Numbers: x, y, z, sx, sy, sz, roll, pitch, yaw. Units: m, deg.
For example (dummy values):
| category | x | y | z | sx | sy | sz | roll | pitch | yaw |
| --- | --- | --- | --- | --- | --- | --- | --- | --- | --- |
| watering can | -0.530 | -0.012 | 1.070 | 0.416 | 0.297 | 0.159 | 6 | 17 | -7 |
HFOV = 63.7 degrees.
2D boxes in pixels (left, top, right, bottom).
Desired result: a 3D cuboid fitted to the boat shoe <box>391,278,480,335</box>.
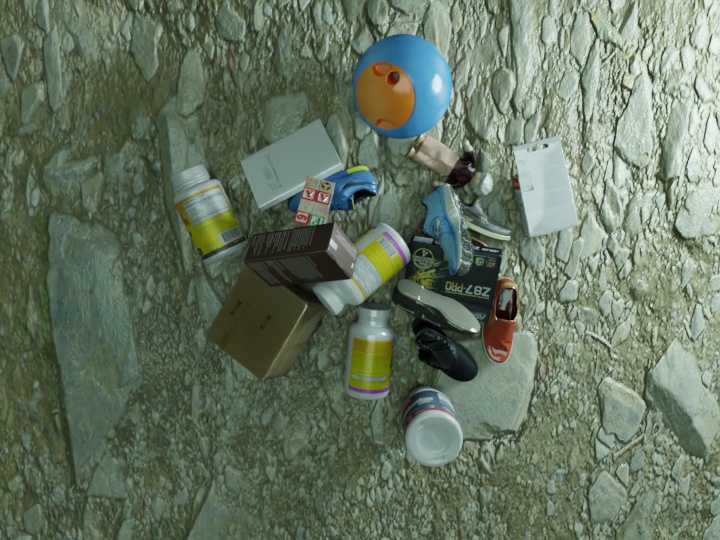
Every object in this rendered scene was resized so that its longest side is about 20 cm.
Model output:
| category | x | y | z | sx | sy | sz | roll | pitch | yaw |
| --- | --- | --- | --- | --- | --- | --- | --- | --- | --- |
| boat shoe | 0.160 | 0.087 | 1.248 | 0.200 | 0.067 | 0.057 | 30 | 133 | 6 |

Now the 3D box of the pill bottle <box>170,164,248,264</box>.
| category | x | y | z | sx | sy | sz | roll | pitch | yaw |
| --- | --- | --- | --- | --- | --- | --- | --- | --- | --- |
| pill bottle | -0.331 | -0.122 | 1.257 | 0.109 | 0.109 | 0.201 | -24 | 97 | 4 |

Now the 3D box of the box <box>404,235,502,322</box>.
| category | x | y | z | sx | sy | sz | roll | pitch | yaw |
| --- | --- | --- | --- | --- | --- | --- | --- | --- | --- |
| box | 0.197 | 0.018 | 1.266 | 0.199 | 0.049 | 0.162 | 10 | 116 | 10 |

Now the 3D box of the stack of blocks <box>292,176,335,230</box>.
| category | x | y | z | sx | sy | sz | roll | pitch | yaw |
| --- | --- | --- | --- | --- | --- | --- | --- | --- | --- |
| stack of blocks | -0.105 | -0.087 | 1.216 | 0.058 | 0.200 | 0.116 | 14 | 60 | -3 |

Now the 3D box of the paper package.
| category | x | y | z | sx | sy | sz | roll | pitch | yaw |
| --- | --- | --- | --- | --- | --- | --- | --- | --- | --- |
| paper package | -0.204 | 0.107 | 1.265 | 0.190 | 0.103 | 0.200 | 33 | 99 | 21 |

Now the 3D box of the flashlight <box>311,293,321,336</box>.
| category | x | y | z | sx | sy | sz | roll | pitch | yaw |
| --- | --- | --- | --- | --- | --- | --- | --- | --- | --- |
| flashlight | -0.071 | 0.062 | 1.307 | 0.068 | 0.068 | 0.200 | 40 | 102 | 21 |

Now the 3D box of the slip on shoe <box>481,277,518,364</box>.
| category | x | y | z | sx | sy | sz | roll | pitch | yaw |
| --- | --- | --- | --- | --- | --- | --- | --- | --- | --- |
| slip on shoe | 0.318 | 0.117 | 1.306 | 0.074 | 0.061 | 0.201 | 5 | 100 | -2 |

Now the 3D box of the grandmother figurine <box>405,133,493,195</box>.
| category | x | y | z | sx | sy | sz | roll | pitch | yaw |
| --- | --- | --- | --- | --- | --- | --- | --- | --- | --- |
| grandmother figurine | 0.204 | -0.229 | 1.261 | 0.200 | 0.061 | 0.121 | 32 | 126 | -7 |

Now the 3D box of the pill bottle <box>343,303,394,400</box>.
| category | x | y | z | sx | sy | sz | roll | pitch | yaw |
| --- | --- | --- | --- | --- | --- | --- | --- | --- | --- |
| pill bottle | 0.022 | 0.179 | 1.298 | 0.104 | 0.104 | 0.201 | 6 | 99 | 0 |

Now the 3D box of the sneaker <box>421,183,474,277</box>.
| category | x | y | z | sx | sy | sz | roll | pitch | yaw |
| --- | --- | --- | --- | --- | --- | --- | --- | --- | --- |
| sneaker | 0.175 | -0.076 | 1.203 | 0.090 | 0.078 | 0.201 | -19 | 67 | 24 |

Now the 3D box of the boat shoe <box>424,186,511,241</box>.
| category | x | y | z | sx | sy | sz | roll | pitch | yaw |
| --- | --- | --- | --- | --- | --- | --- | --- | --- | --- |
| boat shoe | 0.243 | -0.124 | 1.264 | 0.200 | 0.072 | 0.066 | 22 | 103 | 0 |

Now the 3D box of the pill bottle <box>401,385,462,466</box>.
| category | x | y | z | sx | sy | sz | roll | pitch | yaw |
| --- | --- | --- | --- | --- | --- | --- | --- | --- | --- |
| pill bottle | 0.151 | 0.329 | 1.270 | 0.119 | 0.200 | 0.120 | 0 | 98 | 1 |

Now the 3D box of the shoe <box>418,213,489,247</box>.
| category | x | y | z | sx | sy | sz | roll | pitch | yaw |
| --- | --- | --- | --- | --- | --- | --- | --- | --- | --- |
| shoe | 0.220 | -0.065 | 1.282 | 0.200 | 0.053 | 0.070 | 33 | 116 | -4 |

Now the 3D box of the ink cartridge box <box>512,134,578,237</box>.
| category | x | y | z | sx | sy | sz | roll | pitch | yaw |
| --- | --- | --- | --- | --- | --- | --- | --- | --- | --- |
| ink cartridge box | 0.397 | -0.182 | 1.266 | 0.109 | 0.050 | 0.201 | -14 | 97 | 3 |

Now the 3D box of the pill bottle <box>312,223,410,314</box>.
| category | x | y | z | sx | sy | sz | roll | pitch | yaw |
| --- | --- | --- | --- | --- | --- | --- | --- | --- | --- |
| pill bottle | 0.000 | 0.000 | 1.200 | 0.200 | 0.104 | 0.104 | -40 | 96 | -11 |

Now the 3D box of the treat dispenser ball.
| category | x | y | z | sx | sy | sz | roll | pitch | yaw |
| --- | --- | --- | --- | --- | --- | --- | --- | --- | --- |
| treat dispenser ball | 0.083 | -0.368 | 1.167 | 0.200 | 0.201 | 0.202 | 0 | 99 | 1 |

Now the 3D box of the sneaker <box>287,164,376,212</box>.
| category | x | y | z | sx | sy | sz | roll | pitch | yaw |
| --- | --- | --- | --- | --- | --- | --- | --- | --- | --- |
| sneaker | -0.061 | -0.159 | 1.257 | 0.199 | 0.066 | 0.079 | -20 | 67 | 3 |

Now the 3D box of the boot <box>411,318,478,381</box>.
| category | x | y | z | sx | sy | sz | roll | pitch | yaw |
| --- | --- | --- | --- | --- | --- | --- | --- | --- | --- |
| boot | 0.188 | 0.191 | 1.265 | 0.076 | 0.168 | 0.200 | -42 | 96 | 8 |

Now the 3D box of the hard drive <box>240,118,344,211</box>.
| category | x | y | z | sx | sy | sz | roll | pitch | yaw |
| --- | --- | --- | --- | --- | --- | --- | --- | --- | --- |
| hard drive | -0.149 | -0.229 | 1.251 | 0.199 | 0.027 | 0.132 | -27 | 67 | 6 |

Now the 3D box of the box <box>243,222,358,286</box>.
| category | x | y | z | sx | sy | sz | roll | pitch | yaw |
| --- | --- | --- | --- | --- | --- | --- | --- | --- | --- |
| box | -0.117 | -0.028 | 1.134 | 0.199 | 0.100 | 0.075 | -4 | 56 | 29 |
